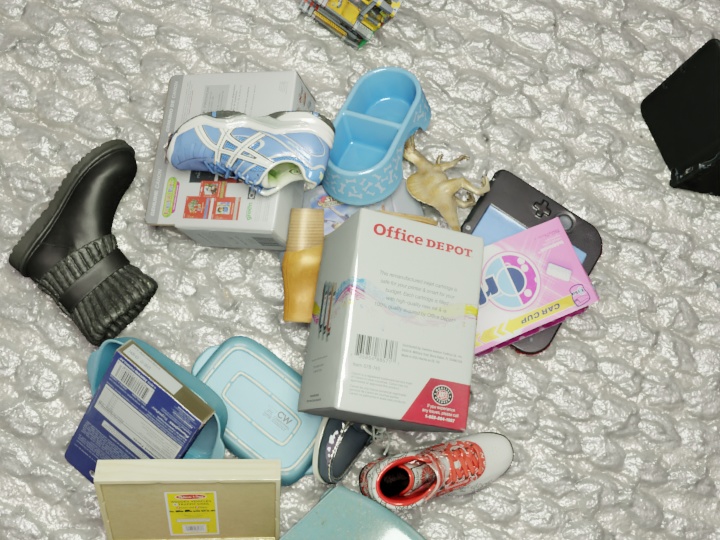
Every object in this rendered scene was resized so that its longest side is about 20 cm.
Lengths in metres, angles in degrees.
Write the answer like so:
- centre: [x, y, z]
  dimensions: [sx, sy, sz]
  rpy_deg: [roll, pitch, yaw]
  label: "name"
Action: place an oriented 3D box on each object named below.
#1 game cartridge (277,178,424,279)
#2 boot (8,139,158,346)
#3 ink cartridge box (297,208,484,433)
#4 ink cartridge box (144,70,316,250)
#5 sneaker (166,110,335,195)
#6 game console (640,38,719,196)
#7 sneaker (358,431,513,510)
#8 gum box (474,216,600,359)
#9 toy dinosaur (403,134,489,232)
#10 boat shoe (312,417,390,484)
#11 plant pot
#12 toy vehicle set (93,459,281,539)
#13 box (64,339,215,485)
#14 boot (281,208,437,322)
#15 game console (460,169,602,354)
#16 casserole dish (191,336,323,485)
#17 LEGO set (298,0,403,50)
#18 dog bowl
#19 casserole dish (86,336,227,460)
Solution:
- centre: [-0.011, -0.048, 0.992]
  dimensions: [0.196, 0.042, 0.136]
  rpy_deg: [-12, 84, -9]
  label: "game cartridge"
- centre: [-0.299, -0.034, 0.929]
  dimensions: [0.157, 0.079, 0.212]
  rpy_deg: [36, 87, 9]
  label: "boot"
- centre: [0.030, 0.059, 0.820]
  dimensions: [0.143, 0.144, 0.204]
  rpy_deg: [13, 76, -17]
  label: "ink cartridge box"
- centre: [-0.158, -0.136, 0.956]
  dimensions: [0.172, 0.084, 0.204]
  rpy_deg: [4, 77, 16]
  label: "ink cartridge box"
- centre: [-0.127, -0.128, 0.859]
  dimensions: [0.196, 0.076, 0.078]
  rpy_deg: [-3, 70, 16]
  label: "sneaker"
- centre: [0.477, -0.184, 0.991]
  dimensions: [0.173, 0.200, 0.119]
  rpy_deg: [11, 77, -4]
  label: "game console"
- centre: [0.099, 0.236, 0.905]
  dimensions: [0.198, 0.108, 0.068]
  rpy_deg: [-10, 79, -9]
  label: "sneaker"
- centre: [0.183, 0.026, 0.954]
  dimensions: [0.197, 0.066, 0.115]
  rpy_deg: [-22, 76, -7]
  label: "gum box"
- centre: [0.109, -0.100, 0.990]
  dimensions: [0.099, 0.059, 0.202]
  rpy_deg: [-6, 50, -22]
  label: "toy dinosaur"
- centre: [0.012, 0.164, 0.915]
  dimensions: [0.061, 0.075, 0.201]
  rpy_deg: [13, 55, 33]
  label: "boat shoe"
- centre: [-0.005, 0.348, 0.835]
  dimensions: [0.196, 0.196, 0.200]
  rpy_deg: [-39, 77, -13]
  label: "plant pot"
- centre: [-0.187, 0.260, 0.864]
  dimensions: [0.196, 0.126, 0.027]
  rpy_deg: [1, 40, -7]
  label: "toy vehicle set"
- centre: [-0.253, 0.183, 0.866]
  dimensions: [0.121, 0.032, 0.201]
  rpy_deg: [39, 121, 3]
  label: "box"
- centre: [0.000, 0.000, 0.940]
  dimensions: [0.198, 0.071, 0.147]
  rpy_deg: [0, 94, -20]
  label: "boot"
- centre: [0.205, -0.010, 1.011]
  dimensions: [0.176, 0.031, 0.201]
  rpy_deg: [34, 76, 1]
  label: "game console"
- centre: [-0.118, 0.165, 0.924]
  dimensions: [0.199, 0.039, 0.122]
  rpy_deg: [39, 77, 2]
  label: "casserole dish"
- centre: [-0.003, -0.381, 0.986]
  dimensions: [0.115, 0.200, 0.155]
  rpy_deg: [30, 90, -17]
  label: "LEGO set"
- centre: [0.017, -0.179, 0.986]
  dimensions: [0.110, 0.050, 0.202]
  rpy_deg: [18, 63, 19]
  label: "dog bowl"
- centre: [-0.226, 0.151, 0.885]
  dimensions: [0.198, 0.122, 0.039]
  rpy_deg: [32, 32, 14]
  label: "casserole dish"
